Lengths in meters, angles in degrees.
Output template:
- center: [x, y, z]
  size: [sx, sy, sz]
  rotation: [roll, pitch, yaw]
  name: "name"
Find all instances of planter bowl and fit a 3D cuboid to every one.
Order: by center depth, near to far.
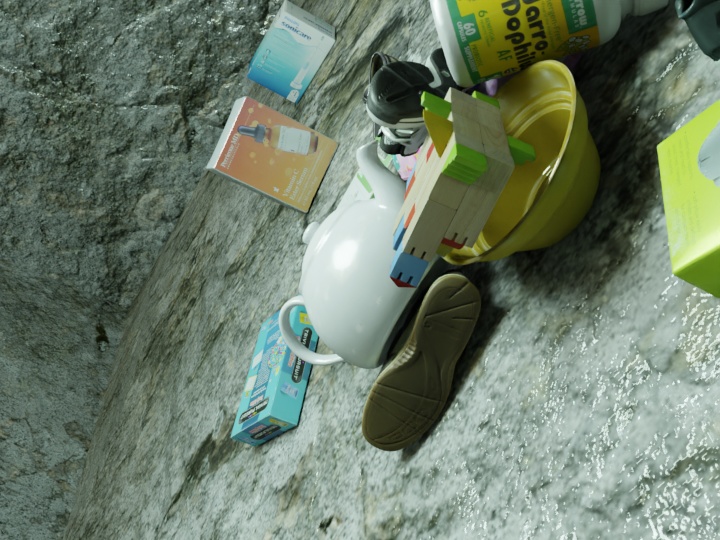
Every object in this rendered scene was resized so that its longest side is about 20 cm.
- center: [0.157, -0.082, 0.736]
  size: [0.200, 0.083, 0.201]
  rotation: [-51, 26, 36]
  name: "planter bowl"

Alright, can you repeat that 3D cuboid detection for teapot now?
- center: [0.000, 0.000, 0.859]
  size: [0.200, 0.146, 0.197]
  rotation: [-55, -12, -16]
  name: "teapot"

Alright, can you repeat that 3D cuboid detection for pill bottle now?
- center: [0.172, -0.252, 0.746]
  size: [0.200, 0.113, 0.113]
  rotation: [-15, 41, 15]
  name: "pill bottle"

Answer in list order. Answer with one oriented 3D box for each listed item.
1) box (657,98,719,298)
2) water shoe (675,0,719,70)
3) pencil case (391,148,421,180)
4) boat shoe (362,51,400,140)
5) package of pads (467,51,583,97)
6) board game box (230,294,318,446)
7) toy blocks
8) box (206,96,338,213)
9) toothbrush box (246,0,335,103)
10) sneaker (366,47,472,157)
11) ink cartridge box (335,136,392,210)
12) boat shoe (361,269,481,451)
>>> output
- center: [0.276, -0.081, 0.491]
  size: [0.200, 0.048, 0.122]
  rotation: [-43, 30, 48]
  name: "box"
- center: [0.284, -0.210, 0.497]
  size: [0.200, 0.079, 0.072]
  rotation: [-46, 4, -6]
  name: "water shoe"
- center: [0.102, -0.129, 0.925]
  size: [0.088, 0.087, 0.200]
  rotation: [-64, 22, 4]
  name: "pencil case"
- center: [0.034, -0.277, 1.293]
  size: [0.072, 0.065, 0.200]
  rotation: [-41, 32, 46]
  name: "boat shoe"
- center: [0.159, -0.220, 0.902]
  size: [0.121, 0.076, 0.200]
  rotation: [-61, 20, 3]
  name: "package of pads"
- center: [-0.125, 0.153, 1.227]
  size: [0.151, 0.047, 0.200]
  rotation: [-37, 34, 52]
  name: "board game box"
- center: [0.073, -0.067, 0.694]
  size: [0.200, 0.100, 0.137]
  rotation: [-81, 14, -61]
  name: "toy blocks"
- center: [-0.171, -0.220, 1.547]
  size: [0.152, 0.200, 0.106]
  rotation: [-66, 20, -1]
  name: "box"
- center: [-0.172, -0.542, 1.999]
  size: [0.200, 0.146, 0.085]
  rotation: [-53, 24, 32]
  name: "toothbrush box"
- center: [0.050, -0.151, 0.819]
  size: [0.200, 0.076, 0.115]
  rotation: [-38, -15, -54]
  name: "sneaker"
- center: [0.015, -0.090, 1.135]
  size: [0.200, 0.059, 0.104]
  rotation: [-60, 21, 14]
  name: "ink cartridge box"
- center: [0.064, 0.091, 0.809]
  size: [0.200, 0.073, 0.065]
  rotation: [-61, -1, 17]
  name: "boat shoe"
